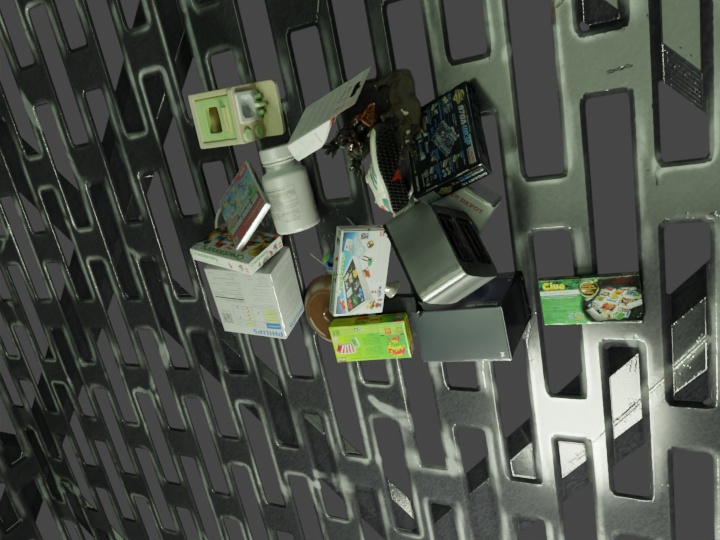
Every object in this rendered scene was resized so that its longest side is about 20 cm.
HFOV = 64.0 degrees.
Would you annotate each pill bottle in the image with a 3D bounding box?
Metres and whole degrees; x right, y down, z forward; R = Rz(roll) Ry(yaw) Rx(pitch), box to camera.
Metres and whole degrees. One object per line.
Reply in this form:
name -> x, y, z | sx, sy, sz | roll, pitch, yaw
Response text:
pill bottle -> -0.176, -0.200, 1.392 | 0.113, 0.114, 0.203 | -6, 108, 30

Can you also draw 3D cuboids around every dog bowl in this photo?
dog bowl -> -0.304, -0.109, 1.537 | 0.197, 0.059, 0.204 | 11, 116, 24

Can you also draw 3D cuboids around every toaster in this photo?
toaster -> 0.156, -0.027, 1.107 | 0.118, 0.180, 0.203 | -34, 70, 30

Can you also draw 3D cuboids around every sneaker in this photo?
sneaker -> 0.038, -0.211, 1.200 | 0.093, 0.070, 0.202 | 22, 141, 42

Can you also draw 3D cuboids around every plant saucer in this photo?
plant saucer -> -0.074, 0.112, 1.518 | 0.197, 0.037, 0.204 | 12, 117, 25

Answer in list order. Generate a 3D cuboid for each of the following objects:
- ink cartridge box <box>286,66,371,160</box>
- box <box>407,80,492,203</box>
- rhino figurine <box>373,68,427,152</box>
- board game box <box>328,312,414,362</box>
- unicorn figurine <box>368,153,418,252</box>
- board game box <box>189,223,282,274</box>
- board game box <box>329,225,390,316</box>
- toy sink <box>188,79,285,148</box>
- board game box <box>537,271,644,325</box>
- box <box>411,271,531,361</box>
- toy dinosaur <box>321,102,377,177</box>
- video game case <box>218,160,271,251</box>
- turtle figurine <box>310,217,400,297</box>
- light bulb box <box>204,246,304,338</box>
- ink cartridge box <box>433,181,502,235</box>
ink cartridge box -> -0.057, -0.338, 1.239 | 0.198, 0.162, 0.050 | -20, 126, 33
box -> 0.169, -0.254, 1.152 | 0.157, 0.046, 0.203 | -24, 60, 34
rhino figurine -> 0.088, -0.327, 1.182 | 0.087, 0.059, 0.203 | -30, 60, 37
board game box -> 0.028, 0.169, 1.452 | 0.196, 0.048, 0.103 | -7, 112, 19
unicorn figurine -> 0.088, -0.168, 1.295 | 0.137, 0.073, 0.202 | -43, 73, 44
board game box -> -0.309, -0.056, 1.430 | 0.197, 0.126, 0.035 | 13, 131, 29
board game box -> 0.000, 0.000, 1.289 | 0.035, 0.124, 0.204 | -139, 51, -58
toy sink -> -0.298, -0.375, 1.386 | 0.197, 0.112, 0.133 | 2, 112, 28
board game box -> 0.478, 0.060, 1.199 | 0.197, 0.023, 0.107 | -4, 111, 29
box -> 0.243, 0.096, 1.237 | 0.197, 0.198, 0.125 | -7, 108, 30
toy dinosaur -> -0.008, -0.290, 1.232 | 0.101, 0.137, 0.201 | 24, 153, 18
video game case -> -0.286, -0.161, 1.406 | 0.144, 0.017, 0.201 | -52, 42, 20
turtle figurine -> -0.004, -0.012, 1.403 | 0.193, 0.200, 0.144 | 38, 97, -18
light bulb box -> -0.270, 0.051, 1.491 | 0.195, 0.125, 0.203 | 5, 125, 21
ink cartridge box -> 0.192, -0.104, 1.247 | 0.144, 0.087, 0.202 | 32, 124, 12
